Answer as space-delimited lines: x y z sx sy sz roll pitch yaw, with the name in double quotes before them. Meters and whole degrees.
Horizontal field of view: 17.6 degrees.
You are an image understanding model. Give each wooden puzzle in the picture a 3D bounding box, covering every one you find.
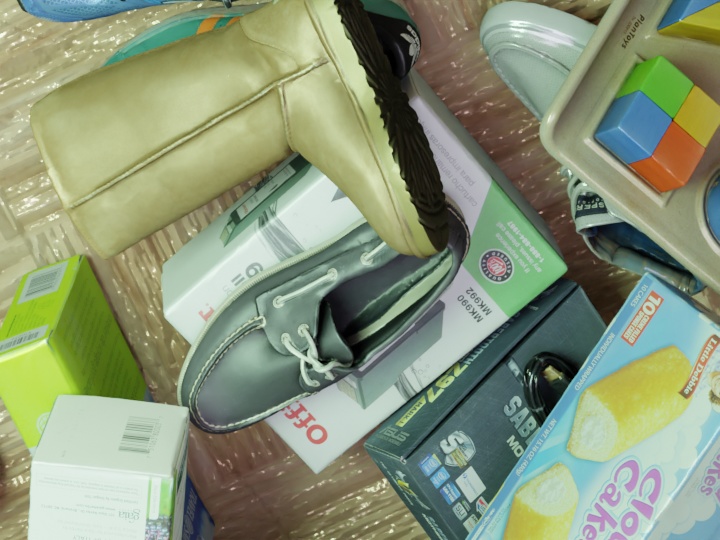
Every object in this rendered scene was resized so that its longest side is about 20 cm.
"wooden puzzle" 0.218 -0.092 1.341 0.200 0.046 0.186 40 68 -19

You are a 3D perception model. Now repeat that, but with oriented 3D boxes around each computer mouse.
"computer mouse" 0.172 0.105 1.395 0.199 0.034 0.059 31 80 -32

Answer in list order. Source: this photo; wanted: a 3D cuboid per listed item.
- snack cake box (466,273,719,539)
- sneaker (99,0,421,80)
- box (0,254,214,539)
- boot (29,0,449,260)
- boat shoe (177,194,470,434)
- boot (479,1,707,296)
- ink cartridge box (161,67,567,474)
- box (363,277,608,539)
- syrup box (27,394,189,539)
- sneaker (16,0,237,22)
"snack cake box" 0.156 0.119 1.305 0.067 0.115 0.201 28 98 -37
"sneaker" -0.063 -0.113 1.332 0.198 0.080 0.072 -17 111 1
"box" -0.150 0.105 1.380 0.047 0.122 0.201 -19 112 11
"boot" -0.066 -0.055 1.285 0.199 0.066 0.176 -25 82 21
"boat shoe" -0.023 0.029 1.307 0.199 0.063 0.073 -37 108 9
"boot" 0.142 -0.068 1.354 0.199 0.073 0.096 33 61 -16
"ink cartridge box" 0.000 0.000 1.378 0.200 0.084 0.146 -40 108 10
"box" 0.115 0.127 1.414 0.158 0.051 0.201 -43 117 -18
"syrup box" -0.144 0.178 1.302 0.081 0.079 0.202 6 115 2
"sneaker" -0.100 -0.186 1.298 0.198 0.089 0.079 -18 110 1
